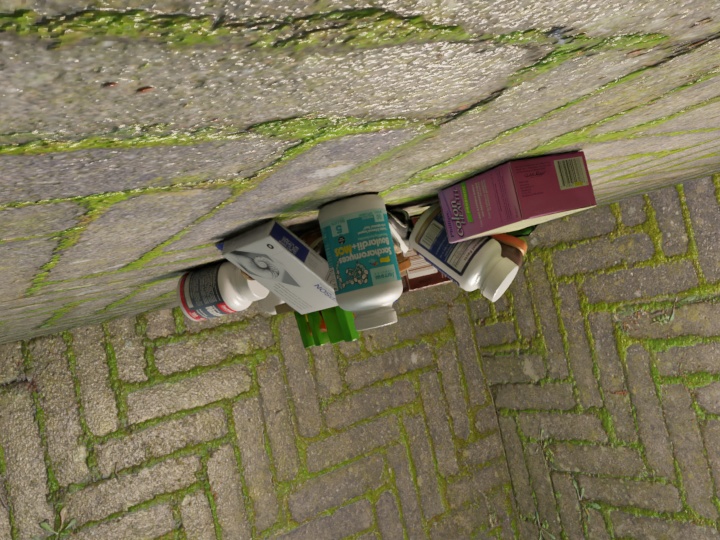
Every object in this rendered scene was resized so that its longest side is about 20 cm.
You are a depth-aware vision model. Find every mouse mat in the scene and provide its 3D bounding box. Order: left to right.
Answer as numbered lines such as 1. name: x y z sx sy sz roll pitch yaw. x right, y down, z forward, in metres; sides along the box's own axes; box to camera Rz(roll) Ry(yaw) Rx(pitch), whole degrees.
1. mouse mat: 0.357 -0.129 1.351 0.162 0.007 0.200 -53 -178 -1

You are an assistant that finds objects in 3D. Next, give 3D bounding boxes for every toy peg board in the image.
1. toy peg board: -0.029 0.078 1.344 0.198 0.099 0.198 -19 -176 -44

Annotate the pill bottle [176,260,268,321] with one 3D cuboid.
1. pill bottle: -0.313 0.041 1.558 0.197 0.122 0.119 -15 177 27

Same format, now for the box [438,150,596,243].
1. box: 0.267 -0.124 1.169 0.174 0.098 0.199 -12 177 -29

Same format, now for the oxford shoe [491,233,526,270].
1. oxford shoe: 0.230 -0.044 1.362 0.197 0.073 0.071 13 160 22

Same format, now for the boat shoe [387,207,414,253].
1. boat shoe: 0.070 -0.092 1.313 0.061 0.075 0.200 -50 166 0

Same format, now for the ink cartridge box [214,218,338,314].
1. ink cartridge box: -0.139 0.005 1.174 0.199 0.041 0.198 39 146 -28

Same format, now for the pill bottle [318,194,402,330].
1. pill bottle: 0.004 -0.011 1.070 0.109 0.203 0.111 -13 178 0

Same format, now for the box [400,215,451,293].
1. box: 0.137 -0.038 1.635 0.162 0.169 0.200 -13 178 -18

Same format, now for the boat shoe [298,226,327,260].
1. boat shoe: -0.064 -0.060 1.305 0.073 0.077 0.199 21 -158 23

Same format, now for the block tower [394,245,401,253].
1. block tower: 0.055 -0.050 1.516 0.053 0.058 0.200 -21 163 -27

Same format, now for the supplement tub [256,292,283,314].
1. supplement tub: -0.163 0.025 1.727 0.198 0.147 0.143 -11 177 -45

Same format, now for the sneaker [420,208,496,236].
1. sneaker: 0.229 -0.095 1.422 0.197 0.118 0.078 -13 178 -14

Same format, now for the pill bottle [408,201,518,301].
1. pill bottle: 0.198 -0.033 1.292 0.111 0.199 0.112 -43 158 -22

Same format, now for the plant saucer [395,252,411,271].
1. plant saucer: 0.000 0.000 1.310 0.197 0.033 0.200 -15 -174 2

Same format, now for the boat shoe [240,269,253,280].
1. boat shoe: -0.169 -0.027 1.376 0.069 0.072 0.200 -6 -170 25
